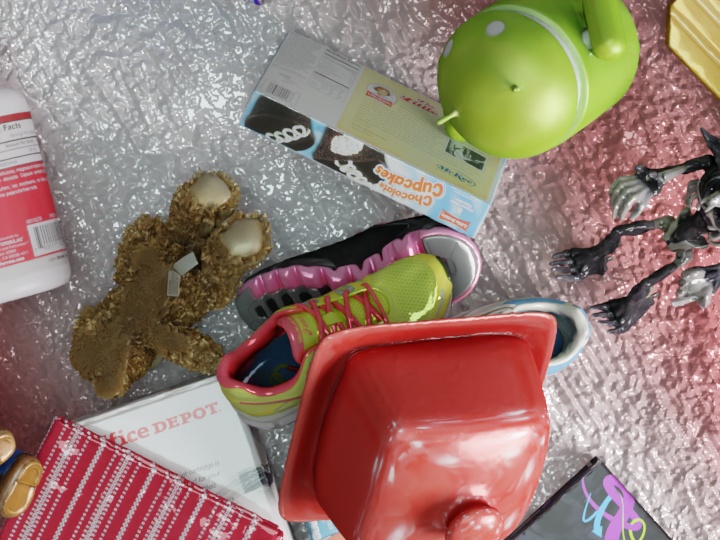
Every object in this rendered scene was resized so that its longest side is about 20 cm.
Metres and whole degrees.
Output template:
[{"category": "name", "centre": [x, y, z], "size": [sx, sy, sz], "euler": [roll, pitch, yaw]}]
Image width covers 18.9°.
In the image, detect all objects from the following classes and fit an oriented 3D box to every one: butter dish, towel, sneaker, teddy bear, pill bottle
[{"category": "butter dish", "centre": [0.060, 0.144, 1.579], "size": [0.199, 0.148, 0.201], "euler": [-5, 131, -23]}, {"category": "towel", "centre": [-0.174, 0.216, 1.657], "size": [0.199, 0.022, 0.145], "euler": [27, 98, 2]}, {"category": "sneaker", "centre": [-0.021, 0.050, 1.602], "size": [0.200, 0.090, 0.078], "euler": [-34, 64, 8]}, {"category": "teddy bear", "centre": [-0.144, 0.014, 1.693], "size": [0.145, 0.067, 0.201], "euler": [30, 99, 26]}, {"category": "sneaker", "centre": [0.000, 0.000, 1.699], "size": [0.199, 0.096, 0.079], "euler": [-14, 117, 12]}, {"category": "pill bottle", "centre": [-0.301, -0.074, 1.677], "size": [0.112, 0.112, 0.201], "euler": [-14, 93, 1]}, {"category": "sneaker", "centre": [0.087, 0.062, 1.673], "size": [0.199, 0.072, 0.072], "euler": [-16, 76, -25]}]

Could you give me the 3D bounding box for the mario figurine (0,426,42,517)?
[{"category": "mario figurine", "centre": [-0.338, 0.134, 1.666], "size": [0.106, 0.200, 0.124], "euler": [-21, 122, -37]}]

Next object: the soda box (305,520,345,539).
[{"category": "soda box", "centre": [0.011, 0.272, 1.720], "size": [0.063, 0.068, 0.201], "euler": [-16, 93, 1]}]

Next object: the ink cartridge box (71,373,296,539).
[{"category": "ink cartridge box", "centre": [-0.136, 0.191, 1.708], "size": [0.144, 0.084, 0.201], "euler": [-19, 94, 2]}]

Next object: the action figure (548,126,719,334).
[{"category": "action figure", "centre": [0.240, -0.025, 1.643], "size": [0.200, 0.102, 0.119], "euler": [-40, 81, 39]}]

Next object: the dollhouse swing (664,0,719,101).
[{"category": "dollhouse swing", "centre": [0.362, -0.171, 1.651], "size": [0.200, 0.182, 0.176], "euler": [-44, 113, 3]}]

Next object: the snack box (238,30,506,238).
[{"category": "snack box", "centre": [0.015, -0.107, 1.673], "size": [0.199, 0.116, 0.037], "euler": [26, 122, -1]}]

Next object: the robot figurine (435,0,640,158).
[{"category": "robot figurine", "centre": [0.135, -0.155, 1.633], "size": [0.175, 0.200, 0.116], "euler": [-25, 97, 40]}]

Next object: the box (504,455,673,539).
[{"category": "box", "centre": [0.204, 0.269, 1.739], "size": [0.143, 0.036, 0.200], "euler": [-42, 94, 2]}]

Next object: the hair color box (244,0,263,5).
[{"category": "hair color box", "centre": [-0.160, -0.286, 1.689], "size": [0.199, 0.065, 0.110], "euler": [14, 93, -2]}]
